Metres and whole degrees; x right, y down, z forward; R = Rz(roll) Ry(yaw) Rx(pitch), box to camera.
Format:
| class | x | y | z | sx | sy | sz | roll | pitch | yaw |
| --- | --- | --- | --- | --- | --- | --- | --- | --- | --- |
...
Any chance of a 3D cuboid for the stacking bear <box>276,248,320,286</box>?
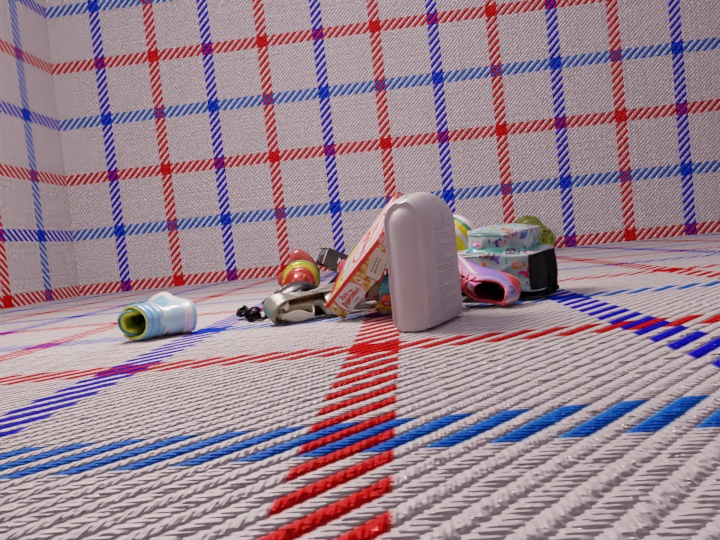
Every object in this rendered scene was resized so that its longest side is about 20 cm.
| class | x | y | z | sx | sy | sz | roll | pitch | yaw |
| --- | --- | --- | --- | --- | --- | --- | --- | --- | --- |
| stacking bear | -0.166 | 0.026 | 1.562 | 0.113 | 0.122 | 0.200 | 30 | 7 | -7 |

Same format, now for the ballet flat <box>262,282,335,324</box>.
| class | x | y | z | sx | sy | sz | roll | pitch | yaw |
| --- | --- | --- | --- | --- | --- | --- | --- | --- | --- |
| ballet flat | -0.086 | 0.069 | 1.097 | 0.199 | 0.068 | 0.064 | -8 | 31 | -29 |

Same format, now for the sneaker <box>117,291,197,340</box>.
| class | x | y | z | sx | sy | sz | roll | pitch | yaw |
| --- | --- | --- | --- | --- | --- | --- | --- | --- | --- |
| sneaker | -0.413 | 0.086 | 1.094 | 0.130 | 0.080 | 0.199 | -6 | 1 | -42 |

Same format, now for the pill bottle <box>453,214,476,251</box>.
| class | x | y | z | sx | sy | sz | roll | pitch | yaw |
| --- | --- | --- | --- | --- | --- | --- | --- | --- | --- |
| pill bottle | 0.164 | -0.025 | 1.256 | 0.200 | 0.113 | 0.113 | -38 | 14 | -20 |

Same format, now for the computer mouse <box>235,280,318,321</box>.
| class | x | y | z | sx | sy | sz | roll | pitch | yaw |
| --- | --- | --- | --- | --- | --- | --- | --- | --- | --- |
| computer mouse | -0.163 | 0.058 | 1.219 | 0.199 | 0.046 | 0.140 | -16 | 9 | -21 |

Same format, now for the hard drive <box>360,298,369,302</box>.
| class | x | y | z | sx | sy | sz | roll | pitch | yaw |
| --- | --- | --- | --- | --- | --- | --- | --- | --- | --- |
| hard drive | -0.088 | 0.068 | 1.352 | 0.199 | 0.026 | 0.132 | -4 | 3 | 18 |

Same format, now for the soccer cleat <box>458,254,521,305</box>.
| class | x | y | z | sx | sy | sz | roll | pitch | yaw |
| --- | --- | --- | --- | --- | --- | --- | --- | --- | --- |
| soccer cleat | 0.189 | 0.016 | 1.028 | 0.199 | 0.067 | 0.076 | 18 | 22 | 29 |

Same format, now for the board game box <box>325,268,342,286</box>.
| class | x | y | z | sx | sy | sz | roll | pitch | yaw |
| --- | --- | --- | --- | --- | --- | --- | --- | --- | --- |
| board game box | -0.005 | -0.011 | 1.215 | 0.200 | 0.032 | 0.120 | -46 | -11 | 33 |

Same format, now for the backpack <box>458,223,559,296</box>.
| class | x | y | z | sx | sy | sz | roll | pitch | yaw |
| --- | --- | --- | --- | --- | --- | --- | --- | --- | --- |
| backpack | 0.272 | -0.015 | 1.130 | 0.199 | 0.152 | 0.177 | -10 | 1 | 29 |

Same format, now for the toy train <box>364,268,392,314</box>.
| class | x | y | z | sx | sy | sz | roll | pitch | yaw |
| --- | --- | --- | --- | --- | --- | --- | --- | --- | --- |
| toy train | 0.046 | 0.002 | 1.087 | 0.055 | 0.151 | 0.200 | 8 | 9 | 6 |

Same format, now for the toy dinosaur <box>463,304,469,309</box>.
| class | x | y | z | sx | sy | sz | roll | pitch | yaw |
| --- | --- | --- | --- | --- | --- | --- | --- | --- | --- |
| toy dinosaur | 0.137 | 0.048 | 1.079 | 0.088 | 0.048 | 0.200 | 1 | 5 | -4 |

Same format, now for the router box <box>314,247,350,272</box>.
| class | x | y | z | sx | sy | sz | roll | pitch | yaw |
| --- | --- | --- | --- | --- | --- | --- | --- | --- | --- |
| router box | -0.026 | -0.007 | 1.665 | 0.199 | 0.053 | 0.157 | 22 | -4 | -13 |

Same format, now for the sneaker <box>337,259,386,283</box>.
| class | x | y | z | sx | sy | sz | roll | pitch | yaw |
| --- | --- | --- | --- | --- | --- | --- | --- | --- | --- |
| sneaker | 0.000 | 0.000 | 1.397 | 0.199 | 0.072 | 0.112 | 18 | -7 | 38 |

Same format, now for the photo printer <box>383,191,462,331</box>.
| class | x | y | z | sx | sy | sz | roll | pitch | yaw |
| --- | --- | --- | --- | --- | --- | --- | --- | --- | --- |
| photo printer | 0.098 | -0.019 | 0.880 | 0.069 | 0.201 | 0.166 | -4 | 4 | 28 |

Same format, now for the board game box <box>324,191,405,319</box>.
| class | x | y | z | sx | sy | sz | roll | pitch | yaw |
| --- | --- | --- | --- | --- | --- | --- | --- | --- | --- |
| board game box | 0.020 | -0.028 | 1.033 | 0.046 | 0.200 | 0.152 | 33 | 33 | -9 |

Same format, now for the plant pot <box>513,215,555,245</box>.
| class | x | y | z | sx | sy | sz | roll | pitch | yaw |
| --- | --- | --- | --- | --- | --- | --- | --- | --- | --- |
| plant pot | 0.898 | -0.169 | 2.940 | 0.199 | 0.201 | 0.190 | -6 | 16 | -11 |
